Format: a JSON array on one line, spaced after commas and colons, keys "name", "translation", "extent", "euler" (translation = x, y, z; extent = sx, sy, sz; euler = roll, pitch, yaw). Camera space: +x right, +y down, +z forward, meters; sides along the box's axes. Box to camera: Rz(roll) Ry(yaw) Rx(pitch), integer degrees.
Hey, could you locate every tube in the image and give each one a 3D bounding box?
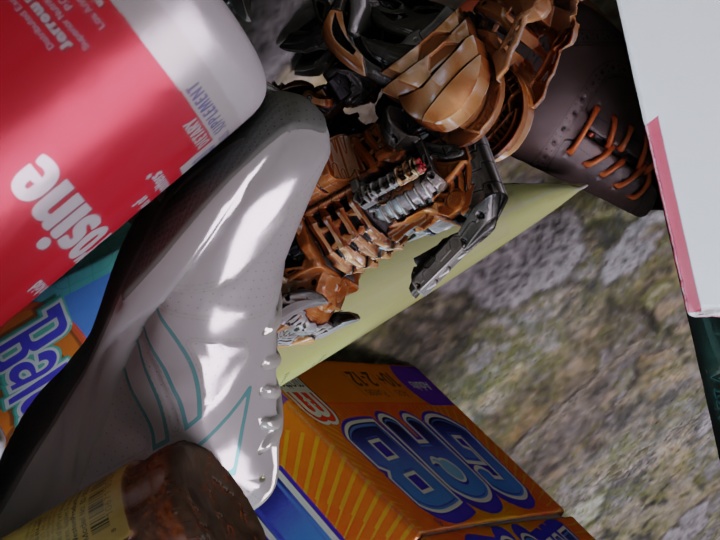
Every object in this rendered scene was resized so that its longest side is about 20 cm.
[{"name": "tube", "translation": [0.000, 0.000, 0.858], "extent": [0.200, 0.058, 0.052], "euler": [-29, 154, -42]}]

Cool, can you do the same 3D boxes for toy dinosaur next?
[{"name": "toy dinosaur", "translation": [0.018, -0.066, 0.775], "extent": [0.200, 0.136, 0.102], "euler": [-37, 146, -9]}]

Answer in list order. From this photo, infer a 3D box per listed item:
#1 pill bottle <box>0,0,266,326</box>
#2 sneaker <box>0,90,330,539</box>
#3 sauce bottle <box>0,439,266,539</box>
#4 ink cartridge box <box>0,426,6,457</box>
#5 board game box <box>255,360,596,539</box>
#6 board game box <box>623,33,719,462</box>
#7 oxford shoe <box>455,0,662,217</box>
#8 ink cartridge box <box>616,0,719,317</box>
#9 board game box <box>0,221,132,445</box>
[{"name": "pill bottle", "translation": [-0.135, -0.033, 0.672], "extent": [0.200, 0.112, 0.112], "euler": [-40, 147, -4]}, {"name": "sneaker", "translation": [-0.054, 0.031, 0.737], "extent": [0.080, 0.070, 0.201], "euler": [27, 114, -11]}, {"name": "sauce bottle", "translation": [-0.123, 0.125, 0.712], "extent": [0.200, 0.066, 0.066], "euler": [-29, 150, 15]}, {"name": "ink cartridge box", "translation": [-0.208, 0.106, 0.668], "extent": [0.200, 0.043, 0.196], "euler": [-28, 170, -21]}, {"name": "board game box", "translation": [-0.005, 0.176, 0.927], "extent": [0.200, 0.200, 0.200], "euler": [-50, 162, 11]}, {"name": "board game box", "translation": [0.167, -0.030, 0.939], "extent": [0.135, 0.028, 0.201], "euler": [-42, 123, -51]}, {"name": "oxford shoe", "translation": [0.097, -0.065, 0.917], "extent": [0.200, 0.073, 0.071], "euler": [9, 121, -51]}, {"name": "ink cartridge box", "translation": [0.170, -0.093, 0.828], "extent": [0.200, 0.084, 0.145], "euler": [-50, 130, -53]}, {"name": "board game box", "translation": [-0.169, 0.067, 0.811], "extent": [0.200, 0.045, 0.152], "euler": [-28, 145, -23]}]
